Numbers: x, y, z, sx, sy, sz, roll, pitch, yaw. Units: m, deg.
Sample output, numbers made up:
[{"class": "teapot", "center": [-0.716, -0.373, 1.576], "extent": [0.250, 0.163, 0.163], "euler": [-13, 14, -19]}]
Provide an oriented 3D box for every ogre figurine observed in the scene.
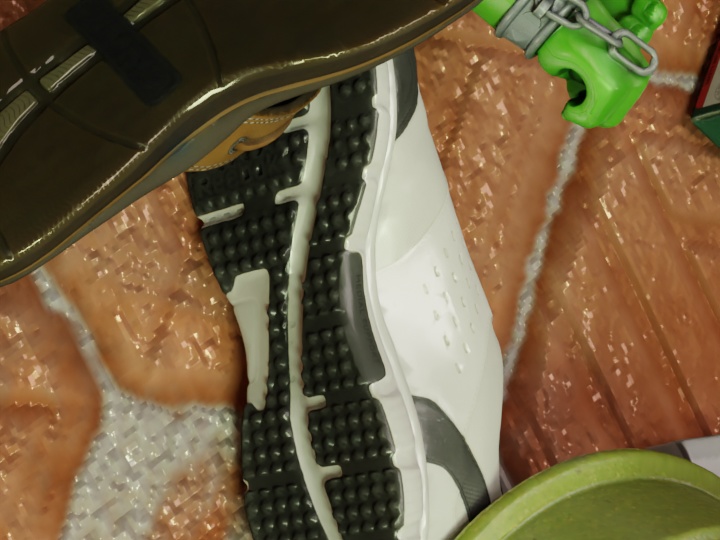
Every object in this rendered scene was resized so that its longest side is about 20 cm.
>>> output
[{"class": "ogre figurine", "center": [0.038, -0.131, 0.934], "extent": [0.120, 0.098, 0.201], "euler": [31, 52, -21]}]

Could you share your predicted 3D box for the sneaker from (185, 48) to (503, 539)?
[{"class": "sneaker", "center": [0.000, 0.000, 0.898], "extent": [0.080, 0.073, 0.202], "euler": [0, 85, -53]}]

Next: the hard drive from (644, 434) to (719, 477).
[{"class": "hard drive", "center": [0.183, 0.116, 1.053], "extent": [0.199, 0.026, 0.133], "euler": [-5, 82, -43]}]

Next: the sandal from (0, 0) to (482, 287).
[{"class": "sandal", "center": [-0.046, -0.054, 0.837], "extent": [0.200, 0.055, 0.082], "euler": [-38, 67, -12]}]

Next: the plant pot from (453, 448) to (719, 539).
[{"class": "plant pot", "center": [0.129, 0.165, 0.845], "extent": [0.199, 0.189, 0.202], "euler": [-8, 103, -40]}]

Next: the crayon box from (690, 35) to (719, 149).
[{"class": "crayon box", "center": [0.221, -0.086, 1.117], "extent": [0.172, 0.058, 0.201], "euler": [41, 55, -28]}]
